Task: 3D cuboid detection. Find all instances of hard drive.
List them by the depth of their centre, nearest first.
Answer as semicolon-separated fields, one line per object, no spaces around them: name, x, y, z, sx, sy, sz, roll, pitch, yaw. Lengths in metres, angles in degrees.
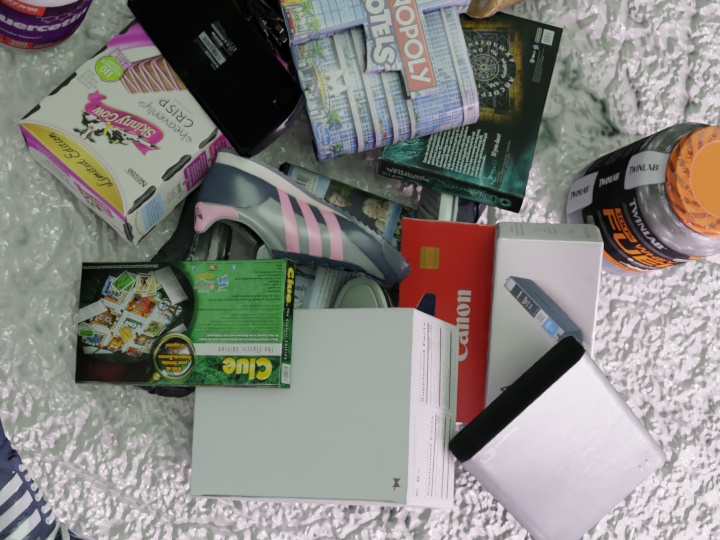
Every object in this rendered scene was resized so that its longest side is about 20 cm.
hard drive;0.174;0.156;1.323;0.139;0.033;0.200;-42;135;1

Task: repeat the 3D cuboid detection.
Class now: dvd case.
dvd case;0.000;0.000;1.407;0.198;0.018;0.144;19;77;-16

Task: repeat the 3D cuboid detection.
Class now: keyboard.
keyboard;-0.109;-0.193;1.301;0.104;0.040;0.201;-40;69;8

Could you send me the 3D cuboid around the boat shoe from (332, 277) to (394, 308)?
boat shoe;0.013;0.107;1.369;0.060;0.075;0.203;0;92;-51

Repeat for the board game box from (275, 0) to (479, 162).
board game box;0.033;-0.218;1.316;0.197;0.062;0.202;-15;86;-4

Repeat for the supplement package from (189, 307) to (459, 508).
supplement package;-0.029;0.116;1.279;0.198;0.111;0.158;-1;80;23

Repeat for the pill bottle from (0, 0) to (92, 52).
pill bottle;-0.266;-0.258;1.256;0.111;0.200;0.114;3;82;-18

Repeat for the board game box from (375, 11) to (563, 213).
board game box;0.101;-0.156;1.388;0.134;0.028;0.202;15;59;3

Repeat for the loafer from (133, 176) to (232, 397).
loafer;-0.158;0.008;1.326;0.070;0.068;0.203;15;81;-23

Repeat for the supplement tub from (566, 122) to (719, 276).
supplement tub;0.284;-0.066;1.415;0.121;0.200;0.124;3;81;-17

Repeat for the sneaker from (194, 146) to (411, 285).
sneaker;-0.053;-0.024;1.313;0.199;0.070;0.083;30;79;-12

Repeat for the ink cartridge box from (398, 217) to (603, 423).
ink cartridge box;0.118;0.057;1.351;0.174;0.045;0.202;2;111;2

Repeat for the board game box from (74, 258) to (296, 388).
board game box;-0.148;0.044;1.270;0.198;0.023;0.106;0;80;24

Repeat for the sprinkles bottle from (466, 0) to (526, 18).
sprinkles bottle;0.170;-0.296;1.449;0.199;0.068;0.069;-26;91;-39

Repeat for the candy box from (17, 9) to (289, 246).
candy box;-0.175;-0.139;1.320;0.136;0.061;0.200;39;71;16

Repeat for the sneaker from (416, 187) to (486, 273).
sneaker;0.099;-0.085;1.409;0.078;0.078;0.202;13;67;-14

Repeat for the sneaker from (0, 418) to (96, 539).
sneaker;-0.270;0.197;1.260;0.107;0.070;0.203;-6;91;-14

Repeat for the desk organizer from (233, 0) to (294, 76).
desk organizer;-0.095;-0.275;1.381;0.071;0.077;0.202;-26;91;-20
